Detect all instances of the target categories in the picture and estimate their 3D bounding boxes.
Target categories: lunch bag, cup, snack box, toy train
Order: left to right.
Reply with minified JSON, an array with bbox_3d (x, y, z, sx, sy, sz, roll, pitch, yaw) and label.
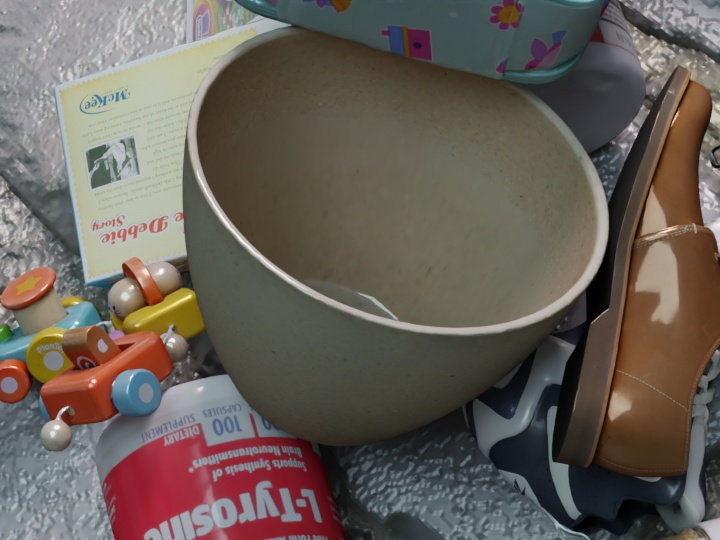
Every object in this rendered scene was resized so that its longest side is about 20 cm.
[{"bbox_3d":[-0.154,0.037,1.055,0.200,0.056,0.150,-7,20,46],"label":"toy train"},{"bbox_3d":[-0.068,-0.069,1.113,0.199,0.037,0.117,-15,79,22],"label":"snack box"},{"bbox_3d":[0.000,0.000,0.976,0.200,0.143,0.201,11,45,-12],"label":"cup"},{"bbox_3d":[0.037,-0.180,0.987,0.199,0.077,0.161,14,54,0],"label":"lunch bag"}]

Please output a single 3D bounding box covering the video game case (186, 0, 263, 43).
[{"bbox_3d":[-0.036,-0.208,1.135,0.200,0.018,0.144,-27,56,47],"label":"video game case"}]

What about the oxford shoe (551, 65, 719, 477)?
[{"bbox_3d":[0.143,0.002,0.954,0.071,0.071,0.201,14,75,0],"label":"oxford shoe"}]

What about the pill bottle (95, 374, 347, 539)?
[{"bbox_3d":[-0.056,0.161,1.005,0.112,0.112,0.201,-23,64,8],"label":"pill bottle"}]

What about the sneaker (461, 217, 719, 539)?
[{"bbox_3d":[0.160,0.065,0.996,0.199,0.080,0.130,-30,69,-1],"label":"sneaker"}]

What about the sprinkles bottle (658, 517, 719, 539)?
[{"bbox_3d":[0.093,0.165,0.928,0.199,0.068,0.068,-13,65,-6],"label":"sprinkles bottle"}]

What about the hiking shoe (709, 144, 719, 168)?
[{"bbox_3d":[0.281,-0.074,1.022,0.199,0.074,0.087,11,86,28],"label":"hiking shoe"}]

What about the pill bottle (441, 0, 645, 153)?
[{"bbox_3d":[0.071,-0.162,1.092,0.114,0.114,0.201,-19,64,10],"label":"pill bottle"}]
